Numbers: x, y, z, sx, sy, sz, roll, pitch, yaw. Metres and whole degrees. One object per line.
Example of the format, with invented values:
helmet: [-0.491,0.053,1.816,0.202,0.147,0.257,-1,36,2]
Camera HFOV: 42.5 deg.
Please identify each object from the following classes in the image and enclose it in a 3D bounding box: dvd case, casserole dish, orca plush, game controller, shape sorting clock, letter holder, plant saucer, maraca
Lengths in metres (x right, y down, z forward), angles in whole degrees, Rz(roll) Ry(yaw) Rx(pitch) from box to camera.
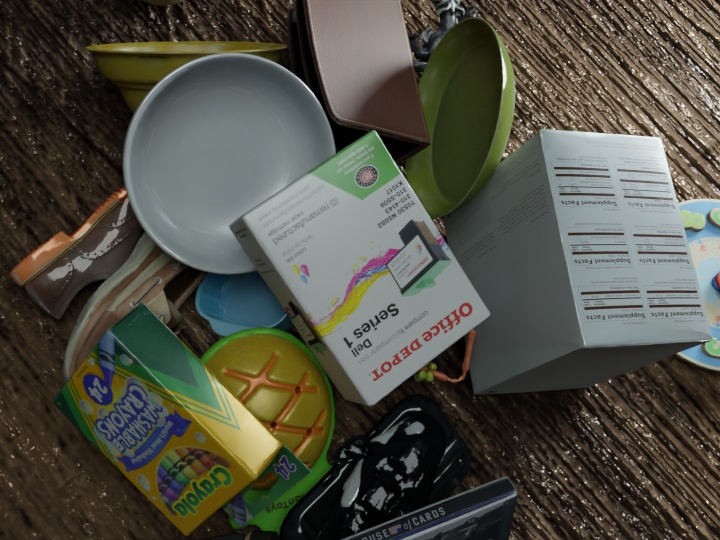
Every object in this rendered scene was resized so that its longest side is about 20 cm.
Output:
dvd case: [0.039,0.261,0.814,0.200,0.150,0.025,-17,48,-14]
casserole dish: [-0.084,-0.015,0.922,0.121,0.039,0.200,8,63,32]
orca plush: [0.010,0.203,0.809,0.200,0.071,0.105,-30,96,-21]
game controller: [0.018,0.211,0.872,0.200,0.042,0.104,-42,100,-20]
shape sorting clock: [0.393,0.013,1.013,0.200,0.039,0.200,3,70,-9]
letter holder: [-0.027,-0.210,0.958,0.142,0.101,0.200,7,66,-43]
plant saucer: [0.101,-0.148,0.922,0.031,0.200,0.200,8,69,-22]
maraca: [-0.085,0.150,0.857,0.137,0.107,0.200,-17,100,-12]

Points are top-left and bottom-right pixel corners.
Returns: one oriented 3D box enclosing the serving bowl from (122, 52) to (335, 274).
serving bowl: [-0.126,-0.101,0.865,0.200,0.066,0.200,-6,105,-24]

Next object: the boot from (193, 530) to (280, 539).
boot: [-0.140,0.331,0.811,0.138,0.077,0.200,-2,77,9]

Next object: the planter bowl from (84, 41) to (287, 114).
planter bowl: [-0.173,-0.187,0.943,0.200,0.200,0.084,-4,107,-11]

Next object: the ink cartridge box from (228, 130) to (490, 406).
ink cartridge box: [0.000,0.000,0.834,0.145,0.084,0.200,-35,98,-15]

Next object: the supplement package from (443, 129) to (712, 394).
supplement package: [0.198,-0.001,0.893,0.147,0.191,0.200,0,71,-24]

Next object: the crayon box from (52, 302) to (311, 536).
crayon box: [-0.154,0.140,0.785,0.200,0.126,0.052,45,38,-1]

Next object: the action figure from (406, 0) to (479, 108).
action figure: [0.085,-0.281,1.037,0.119,0.102,0.200,-3,98,-19]

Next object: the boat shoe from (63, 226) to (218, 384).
boat shoe: [-0.205,0.036,0.880,0.072,0.076,0.200,27,74,14]

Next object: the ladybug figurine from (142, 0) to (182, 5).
ladybug figurine: [-0.211,-0.377,1.032,0.136,0.072,0.200,13,70,-4]

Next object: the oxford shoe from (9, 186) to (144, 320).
oxford shoe: [-0.241,-0.031,0.918,0.200,0.071,0.073,-39,97,-12]

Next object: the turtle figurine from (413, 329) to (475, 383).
turtle figurine: [0.019,0.029,0.933,0.161,0.064,0.200,-14,82,-6]
